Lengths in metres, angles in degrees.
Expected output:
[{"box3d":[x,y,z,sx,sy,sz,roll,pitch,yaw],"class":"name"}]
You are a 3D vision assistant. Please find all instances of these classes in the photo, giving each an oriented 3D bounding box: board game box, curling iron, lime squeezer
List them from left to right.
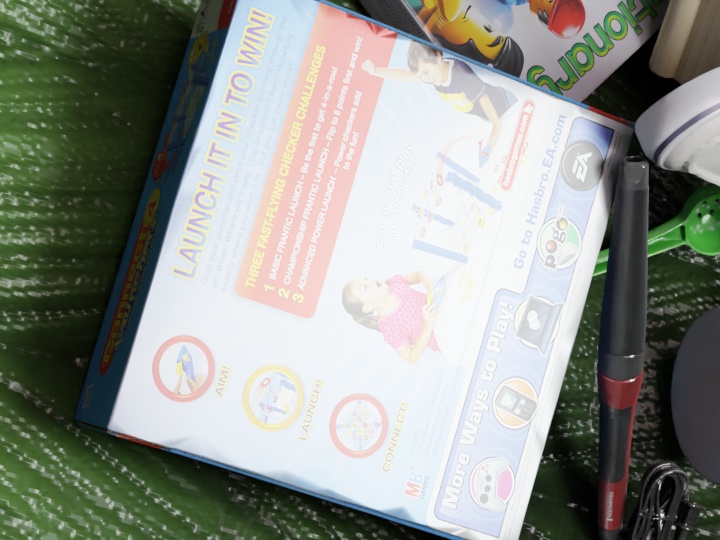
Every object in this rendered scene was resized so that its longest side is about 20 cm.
[{"box3d":[0.000,0.000,0.927,0.194,0.056,0.202,20,83,-21],"class":"board game box"},{"box3d":[0.094,-0.157,1.035,0.200,0.035,0.127,-43,101,-26],"class":"board game box"},{"box3d":[0.126,0.043,0.974,0.049,0.026,0.202,-14,113,-18],"class":"curling iron"},{"box3d":[0.190,-0.016,1.011,0.071,0.198,0.038,-53,143,-64],"class":"lime squeezer"}]

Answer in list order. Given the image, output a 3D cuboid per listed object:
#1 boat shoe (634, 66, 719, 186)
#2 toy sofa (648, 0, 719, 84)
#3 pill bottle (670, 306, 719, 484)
[{"box3d":[0.210,-0.054,0.968,0.199,0.071,0.070,-3,63,-40],"class":"boat shoe"},{"box3d":[0.225,-0.154,1.057,0.199,0.083,0.097,-27,55,-36],"class":"toy sofa"},{"box3d":[0.254,0.062,1.027,0.198,0.112,0.113,3,79,-26],"class":"pill bottle"}]
